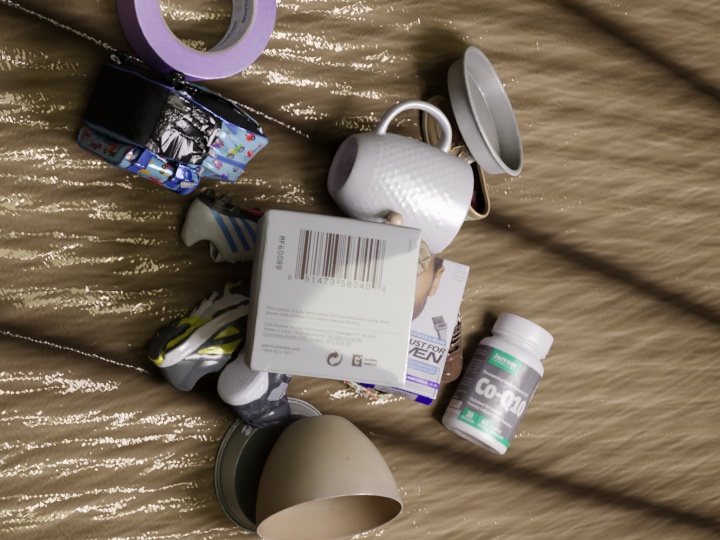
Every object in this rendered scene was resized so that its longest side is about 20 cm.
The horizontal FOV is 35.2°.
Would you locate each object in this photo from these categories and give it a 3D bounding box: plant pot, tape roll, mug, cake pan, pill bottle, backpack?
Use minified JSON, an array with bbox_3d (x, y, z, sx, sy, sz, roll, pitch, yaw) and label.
[{"bbox_3d":[-0.052,0.277,1.549,0.199,0.200,0.135,9,56,-34],"label":"plant pot"},{"bbox_3d":[-0.210,-0.347,1.463,0.199,0.065,0.202,-5,100,-32],"label":"tape roll"},{"bbox_3d":[0.058,-0.143,1.611,0.174,0.148,0.201,20,97,-24],"label":"mug"},{"bbox_3d":[0.184,-0.231,1.683,0.200,0.036,0.201,46,34,-44],"label":"cake pan"},{"bbox_3d":[0.218,0.176,1.783,0.113,0.113,0.201,34,77,-32],"label":"pill bottle"},{"bbox_3d":[-0.225,-0.169,1.417,0.199,0.182,0.135,22,93,-45],"label":"backpack"},{"bbox_3d":[-0.112,0.284,1.626,0.199,0.037,0.202,-5,98,-33],"label":"cake pan"}]

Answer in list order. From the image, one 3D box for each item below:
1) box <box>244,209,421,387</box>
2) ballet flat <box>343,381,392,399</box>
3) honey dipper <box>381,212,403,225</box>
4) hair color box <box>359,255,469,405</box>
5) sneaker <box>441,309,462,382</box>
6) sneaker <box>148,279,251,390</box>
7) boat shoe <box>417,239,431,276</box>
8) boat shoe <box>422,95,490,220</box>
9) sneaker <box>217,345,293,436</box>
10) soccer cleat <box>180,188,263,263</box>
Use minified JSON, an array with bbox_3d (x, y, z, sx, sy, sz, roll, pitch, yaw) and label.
[{"bbox_3d":[-0.041,0.036,1.437,0.197,0.171,0.202,7,88,-8],"label":"box"},{"bbox_3d":[-0.016,0.126,1.653,0.199,0.064,0.076,34,78,-31],"label":"ballet flat"},{"bbox_3d":[-0.033,-0.031,1.540,0.199,0.038,0.038,-24,111,-1],"label":"honey dipper"},{"bbox_3d":[0.077,0.078,1.620,0.108,0.065,0.201,16,73,-1],"label":"hair color box"},{"bbox_3d":[0.120,0.087,1.729,0.070,0.075,0.201,-31,111,-26],"label":"sneaker"},{"bbox_3d":[-0.194,0.086,1.536,0.199,0.074,0.085,-32,126,-22],"label":"sneaker"},{"bbox_3d":[0.000,0.001,1.582,0.199,0.068,0.073,-22,102,-6],"label":"boat shoe"},{"bbox_3d":[0.153,-0.170,1.722,0.074,0.066,0.201,-31,112,-26],"label":"boat shoe"},{"bbox_3d":[-0.113,0.140,1.574,0.200,0.075,0.114,-44,140,-31],"label":"sneaker"},{"bbox_3d":[-0.155,-0.043,1.547,0.199,0.070,0.087,22,106,-35],"label":"soccer cleat"}]
